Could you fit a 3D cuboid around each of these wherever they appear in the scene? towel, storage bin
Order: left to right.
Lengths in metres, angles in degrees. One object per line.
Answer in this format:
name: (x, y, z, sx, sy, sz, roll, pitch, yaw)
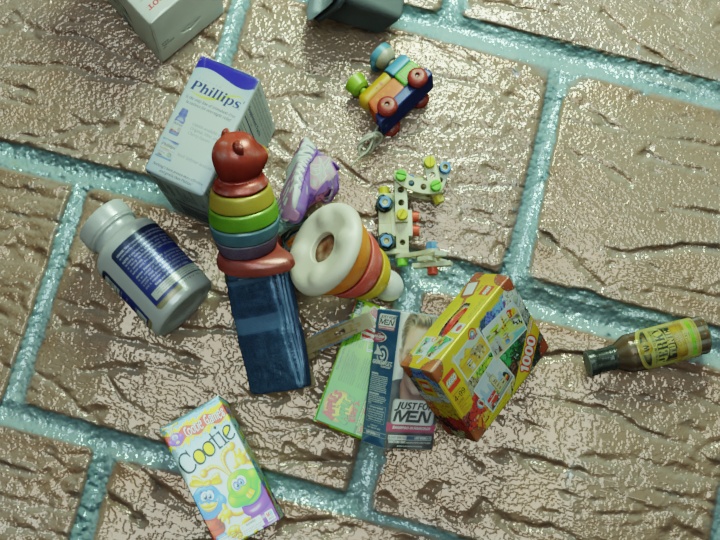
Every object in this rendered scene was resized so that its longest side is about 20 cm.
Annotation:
towel: (-0.143, 0.090, 1.474, 0.110, 0.048, 0.204, -10, 96, 24)
storage bin: (0.001, -0.496, 1.600, 0.132, 0.145, 0.204, 16, 77, -26)

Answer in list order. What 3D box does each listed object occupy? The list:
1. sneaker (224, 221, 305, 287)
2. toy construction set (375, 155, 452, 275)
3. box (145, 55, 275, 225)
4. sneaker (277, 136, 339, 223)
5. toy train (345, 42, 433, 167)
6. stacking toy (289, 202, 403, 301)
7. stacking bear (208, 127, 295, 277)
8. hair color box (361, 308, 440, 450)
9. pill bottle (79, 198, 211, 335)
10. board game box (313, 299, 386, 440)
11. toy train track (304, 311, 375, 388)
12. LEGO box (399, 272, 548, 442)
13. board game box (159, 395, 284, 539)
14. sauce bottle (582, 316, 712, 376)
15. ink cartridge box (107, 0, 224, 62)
sneaker: (-0.128, -0.030, 1.522, 0.198, 0.079, 0.075, -28, 82, -5)
toy construction set: (0.089, -0.082, 1.536, 0.128, 0.092, 0.204, -1, 68, -2)
box: (-0.229, -0.194, 1.499, 0.103, 0.184, 0.203, 23, 78, 8)
sneaker: (-0.075, -0.134, 1.508, 0.087, 0.201, 0.081, 28, 122, -12)
toy train: (0.017, -0.277, 1.577, 0.200, 0.085, 0.116, -44, 72, -9)
stacking toy: (0.000, 0.000, 1.476, 0.199, 0.145, 0.148, 31, 75, -40)
stacking bear: (-0.168, -0.104, 1.393, 0.112, 0.122, 0.203, -13, 119, -16)
hair color box: (0.068, 0.164, 1.450, 0.099, 0.060, 0.204, 8, 87, -37)
pill bottle: (-0.338, -0.010, 1.492, 0.120, 0.120, 0.200, -43, 83, -9)
board game box: (0.007, 0.158, 1.502, 0.100, 0.048, 0.203, 19, 79, 3)
toy train track: (-0.061, 0.108, 1.488, 0.198, 0.032, 0.116, -24, 90, 25)
LEGO box: (0.174, 0.128, 1.440, 0.200, 0.077, 0.150, -48, 118, -24)
board game box: (-0.206, 0.305, 1.440, 0.104, 0.103, 0.202, -28, 81, -7)
sauce bottle: (0.450, 0.125, 1.510, 0.196, 0.065, 0.066, -15, 79, -4)
ink cartridge box: (-0.343, -0.483, 1.575, 0.147, 0.145, 0.200, -42, 83, -10)
